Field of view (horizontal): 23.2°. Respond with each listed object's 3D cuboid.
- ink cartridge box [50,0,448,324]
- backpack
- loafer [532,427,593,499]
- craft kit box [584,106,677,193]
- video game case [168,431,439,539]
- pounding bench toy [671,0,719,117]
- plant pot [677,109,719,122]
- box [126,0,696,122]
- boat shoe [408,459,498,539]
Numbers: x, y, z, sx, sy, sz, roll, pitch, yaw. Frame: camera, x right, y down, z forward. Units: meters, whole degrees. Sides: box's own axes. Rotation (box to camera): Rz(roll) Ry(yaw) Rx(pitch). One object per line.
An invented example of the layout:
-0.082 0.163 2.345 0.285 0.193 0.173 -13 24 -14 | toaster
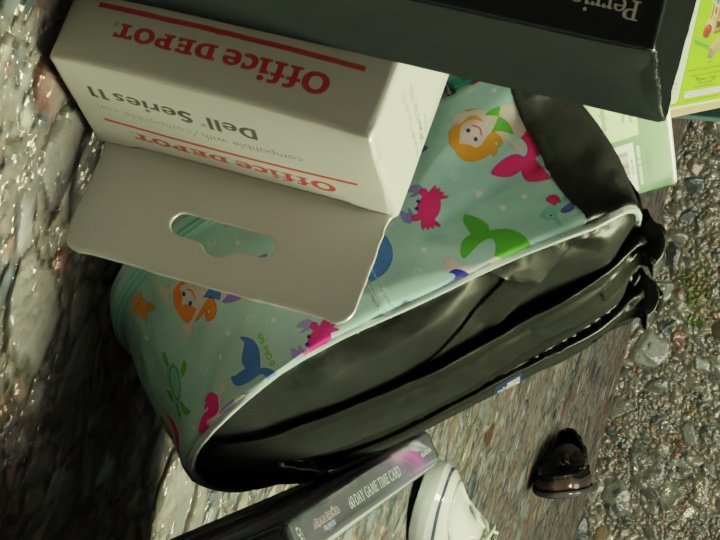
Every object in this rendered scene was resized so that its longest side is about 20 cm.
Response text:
-0.026 -0.094 0.601 0.067 0.117 0.200 71 36 -67 | ink cartridge box
0.000 0.000 0.696 0.200 0.151 0.178 -33 164 -3 | backpack
0.239 0.229 2.087 0.200 0.072 0.063 -10 95 -81 | loafer
0.078 -0.163 0.762 0.198 0.048 0.200 -113 -174 -51 | craft kit box
-0.057 0.111 0.686 0.019 0.143 0.200 66 16 4 | video game case
0.135 -0.178 1.115 0.200 0.156 0.124 -14 124 -38 | pounding bench toy
0.409 -0.298 1.943 0.196 0.195 0.200 74 25 -64 | plant pot
0.010 -0.139 0.523 0.079 0.200 0.141 34 71 -75 | box
0.084 0.219 1.445 0.200 0.067 0.074 81 28 -58 | boat shoe
